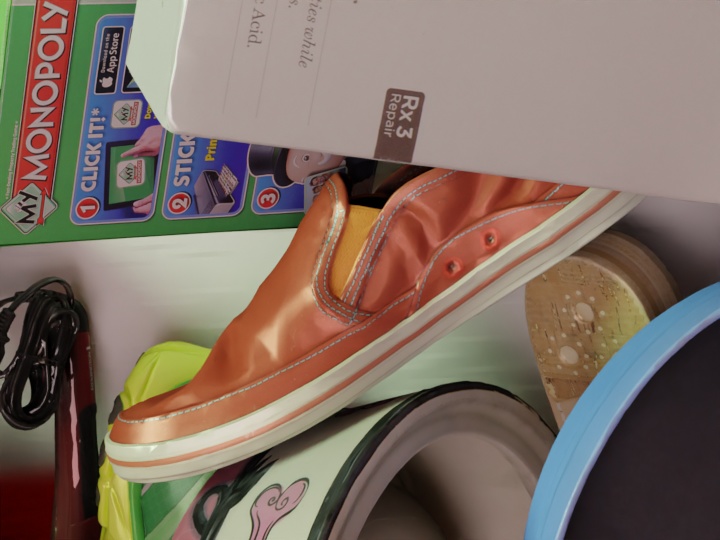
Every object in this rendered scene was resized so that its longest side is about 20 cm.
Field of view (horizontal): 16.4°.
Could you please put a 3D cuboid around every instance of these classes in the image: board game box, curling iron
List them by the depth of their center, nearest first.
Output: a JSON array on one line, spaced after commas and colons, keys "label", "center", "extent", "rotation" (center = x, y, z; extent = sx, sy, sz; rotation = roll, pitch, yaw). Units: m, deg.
[{"label": "board game box", "center": [-0.045, -0.103, 0.748], "extent": [0.135, 0.029, 0.200], "rotation": [-3, 122, -26]}, {"label": "curling iron", "center": [-0.109, 0.100, 0.879], "extent": [0.026, 0.050, 0.200], "rotation": [14, 112, 56]}]

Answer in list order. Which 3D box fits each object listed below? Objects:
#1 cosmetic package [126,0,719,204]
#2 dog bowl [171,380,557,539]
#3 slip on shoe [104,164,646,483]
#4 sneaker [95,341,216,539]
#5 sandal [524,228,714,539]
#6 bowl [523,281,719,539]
[{"label": "cosmetic package", "center": [0.043, -0.087, 0.697], "extent": [0.200, 0.081, 0.113], "rotation": [5, 107, -14]}, {"label": "dog bowl", "center": [0.004, 0.134, 0.810], "extent": [0.074, 0.200, 0.200], "rotation": [2, 118, 34]}, {"label": "slip on shoe", "center": [0.000, 0.000, 0.787], "extent": [0.200, 0.074, 0.061], "rotation": [-35, 98, 5]}, {"label": "sneaker", "center": [-0.047, 0.123, 0.878], "extent": [0.084, 0.074, 0.200], "rotation": [7, 117, 16]}, {"label": "sandal", "center": [0.091, 0.094, 0.817], "extent": [0.078, 0.070, 0.212], "rotation": [-3, 118, 44]}, {"label": "bowl", "center": [0.141, 0.092, 0.776], "extent": [0.201, 0.039, 0.201], "rotation": [-4, 102, -20]}]
